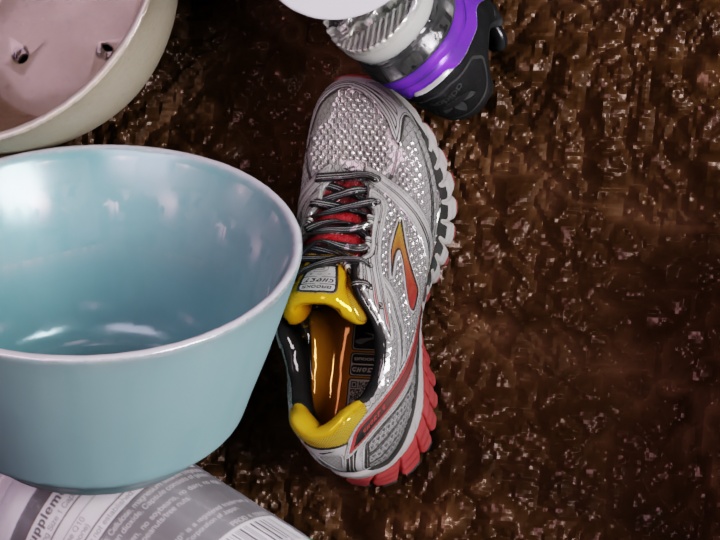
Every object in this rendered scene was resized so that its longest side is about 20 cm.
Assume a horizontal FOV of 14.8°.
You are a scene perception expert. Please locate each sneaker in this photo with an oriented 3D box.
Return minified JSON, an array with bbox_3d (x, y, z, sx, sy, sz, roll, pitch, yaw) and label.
[{"bbox_3d":[0.000,0.000,1.350,0.077,0.082,0.201,-8,75,23],"label":"sneaker"},{"bbox_3d":[0.026,-0.143,1.376,0.069,0.099,0.201,-35,36,23],"label":"sneaker"}]

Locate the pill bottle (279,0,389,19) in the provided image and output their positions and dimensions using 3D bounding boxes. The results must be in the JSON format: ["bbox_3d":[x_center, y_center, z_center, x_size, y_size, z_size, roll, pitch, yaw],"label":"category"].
[{"bbox_3d":[-0.035,-0.197,1.303,0.111,0.111,0.200,-43,33,10],"label":"pill bottle"}]

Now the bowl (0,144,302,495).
[{"bbox_3d":[-0.126,0.032,1.311,0.200,0.201,0.106,17,123,27],"label":"bowl"}]

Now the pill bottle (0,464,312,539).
[{"bbox_3d":[-0.110,0.142,1.352,0.199,0.113,0.114,30,92,28],"label":"pill bottle"}]

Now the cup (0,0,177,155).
[{"bbox_3d":[-0.173,-0.142,1.420,0.199,0.143,0.202,-3,76,14],"label":"cup"}]
